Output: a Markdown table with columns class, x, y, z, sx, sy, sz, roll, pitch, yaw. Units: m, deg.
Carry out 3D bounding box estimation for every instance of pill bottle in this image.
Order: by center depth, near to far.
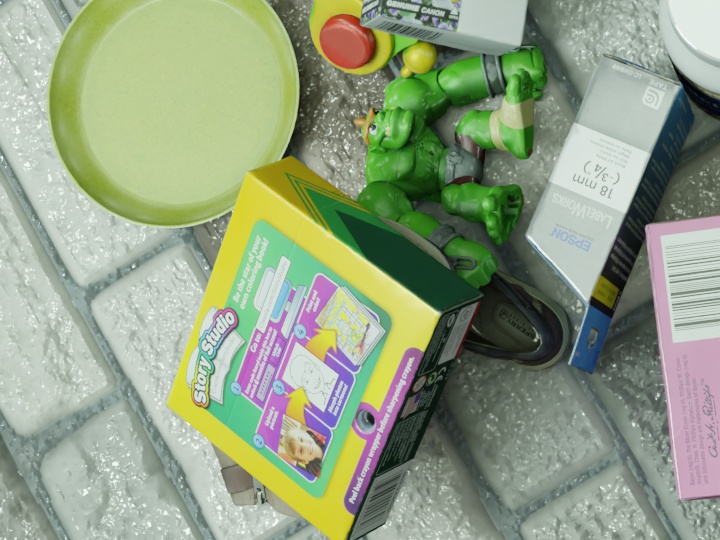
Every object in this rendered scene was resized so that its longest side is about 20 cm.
| class | x | y | z | sx | sy | sz | roll | pitch | yaw |
| --- | --- | --- | --- | --- | --- | --- | --- | --- | --- |
| pill bottle | 0.260 | -0.168 | 1.466 | 0.115 | 0.200 | 0.117 | -1 | 84 | 13 |

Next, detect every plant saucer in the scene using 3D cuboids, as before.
| class | x | y | z | sx | sy | sz | roll | pitch | yaw |
| --- | --- | --- | --- | --- | --- | --- | --- | --- | --- |
| plant saucer | -0.139 | -0.130 | 1.642 | 0.198 | 0.031 | 0.202 | -1 | 84 | 12 |

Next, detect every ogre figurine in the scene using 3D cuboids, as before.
| class | x | y | z | sx | sy | sz | roll | pitch | yaw |
| --- | --- | --- | --- | --- | --- | --- | --- | --- | --- |
| ogre figurine | 0.059 | -0.077 | 1.555 | 0.119 | 0.098 | 0.202 | 2 | 77 | 23 |

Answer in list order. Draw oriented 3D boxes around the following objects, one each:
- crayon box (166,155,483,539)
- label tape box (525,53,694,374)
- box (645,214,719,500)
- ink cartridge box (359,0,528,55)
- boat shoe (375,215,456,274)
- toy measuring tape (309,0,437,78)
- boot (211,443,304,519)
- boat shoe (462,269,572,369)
| class | x | y | z | sx | sy | sz | roll | pitch | yaw |
| --- | --- | --- | --- | --- | --- | --- | --- | --- | --- |
| crayon box | -0.029 | 0.054 | 1.467 | 0.172 | 0.058 | 0.201 | 37 | 123 | 24 |
| label tape box | 0.163 | -0.036 | 1.504 | 0.063 | 0.144 | 0.201 | 22 | 90 | 14 |
| box | 0.253 | 0.060 | 1.445 | 0.096 | 0.200 | 0.178 | -7 | 83 | 12 |
| ink cartridge box | 0.070 | -0.262 | 1.533 | 0.108 | 0.050 | 0.202 | 10 | 84 | -15 |
| boat shoe | 0.000 | 0.000 | 1.522 | 0.199 | 0.062 | 0.073 | 5 | 86 | 44 |
| toy measuring tape | -0.032 | -0.199 | 1.574 | 0.199 | 0.074 | 0.074 | 34 | 93 | -2 |
| boot | -0.020 | 0.106 | 1.559 | 0.199 | 0.070 | 0.148 | 2 | 99 | 31 |
| boat shoe | 0.057 | 0.011 | 1.564 | 0.199 | 0.065 | 0.072 | 28 | 93 | 15 |
